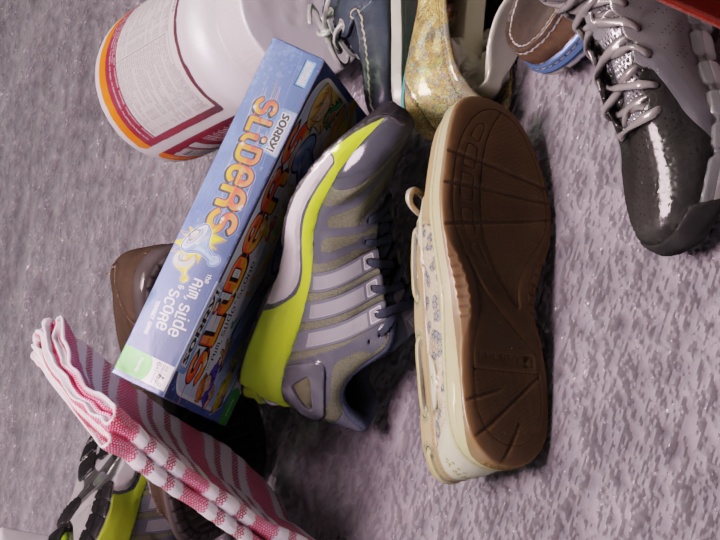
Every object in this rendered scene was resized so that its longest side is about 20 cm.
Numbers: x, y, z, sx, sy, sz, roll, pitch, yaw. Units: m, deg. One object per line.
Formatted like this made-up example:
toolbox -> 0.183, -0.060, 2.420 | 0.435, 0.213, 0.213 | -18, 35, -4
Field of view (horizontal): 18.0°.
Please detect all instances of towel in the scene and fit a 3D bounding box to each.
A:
towel -> -0.090, 0.107, 1.263 | 0.030, 0.200, 0.146 | -51, 31, 1

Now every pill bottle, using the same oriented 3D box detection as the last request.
pill bottle -> -0.083, -0.142, 1.450 | 0.200, 0.109, 0.110 | -19, 60, 57

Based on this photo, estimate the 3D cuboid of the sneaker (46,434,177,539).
sneaker -> -0.137, 0.147, 1.437 | 0.074, 0.081, 0.200 | -24, 31, 40

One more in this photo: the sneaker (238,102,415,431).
sneaker -> 0.000, 0.000, 1.242 | 0.074, 0.081, 0.201 | -44, -24, -54

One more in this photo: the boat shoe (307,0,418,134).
boat shoe -> 0.003, -0.156, 1.317 | 0.075, 0.062, 0.201 | 70, -167, -55

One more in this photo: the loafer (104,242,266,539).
loafer -> -0.108, 0.070, 1.373 | 0.071, 0.073, 0.201 | 26, 127, 51

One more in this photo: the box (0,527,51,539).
box -> -0.205, 0.304, 1.437 | 0.200, 0.130, 0.199 | -50, 37, 39

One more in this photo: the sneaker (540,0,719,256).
sneaker -> 0.111, -0.108, 1.068 | 0.075, 0.115, 0.201 | -33, 49, 52

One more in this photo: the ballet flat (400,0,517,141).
ballet flat -> 0.065, -0.169, 1.245 | 0.071, 0.070, 0.201 | -14, 67, 59

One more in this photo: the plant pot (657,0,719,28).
plant pot -> 0.167, -0.231, 0.961 | 0.200, 0.199, 0.176 | -60, 20, 27

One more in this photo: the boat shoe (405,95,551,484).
boat shoe -> 0.053, 0.008, 1.165 | 0.063, 0.073, 0.201 | -27, 55, 51

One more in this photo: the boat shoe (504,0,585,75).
boat shoe -> 0.112, -0.199, 1.156 | 0.201, 0.072, 0.072 | -67, 29, 15

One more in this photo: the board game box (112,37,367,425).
board game box -> -0.063, -0.017, 1.267 | 0.201, 0.034, 0.135 | -65, -15, -4
